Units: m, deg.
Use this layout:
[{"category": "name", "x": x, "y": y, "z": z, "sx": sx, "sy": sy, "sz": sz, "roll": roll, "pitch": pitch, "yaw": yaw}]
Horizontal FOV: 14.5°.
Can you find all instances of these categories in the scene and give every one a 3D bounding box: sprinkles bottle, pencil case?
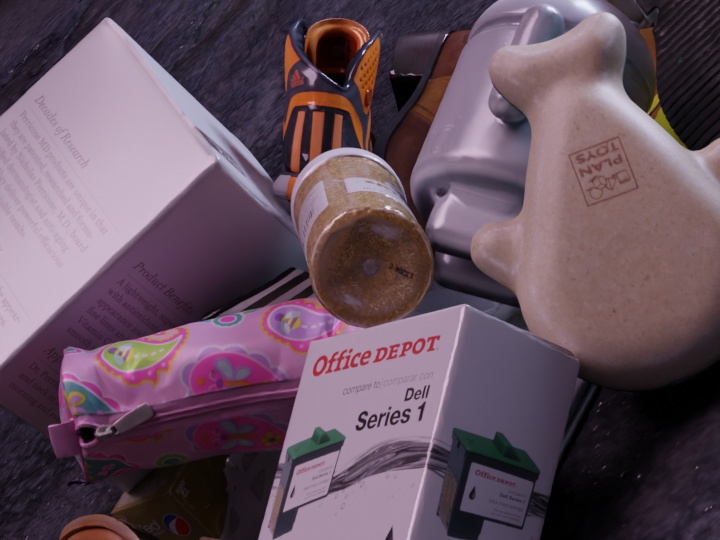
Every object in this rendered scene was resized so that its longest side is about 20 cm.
[{"category": "sprinkles bottle", "x": -0.001, "y": -0.020, "z": 1.575, "sx": 0.068, "sy": 0.068, "sz": 0.200, "roll": -42, "pitch": 11, "yaw": 5}, {"category": "pencil case", "x": -0.075, "y": 0.067, "z": 1.601, "sx": 0.200, "sy": 0.088, "sz": 0.087, "roll": -10, "pitch": 23, "yaw": 1}]

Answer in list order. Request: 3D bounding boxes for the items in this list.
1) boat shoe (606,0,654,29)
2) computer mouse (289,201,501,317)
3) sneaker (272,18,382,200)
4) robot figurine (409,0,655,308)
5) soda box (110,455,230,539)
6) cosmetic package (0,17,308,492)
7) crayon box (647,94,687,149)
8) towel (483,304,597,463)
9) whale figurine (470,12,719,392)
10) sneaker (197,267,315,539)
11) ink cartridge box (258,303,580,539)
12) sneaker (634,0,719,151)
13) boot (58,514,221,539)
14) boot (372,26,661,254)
[{"category": "boat shoe", "x": 0.167, "y": -0.173, "z": 1.809, "sx": 0.072, "sy": 0.066, "sz": 0.200, "roll": -48, "pitch": -5, "yaw": 0}, {"category": "computer mouse", "x": 0.000, "y": 0.000, "z": 1.781, "sx": 0.200, "sy": 0.044, "sz": 0.110, "roll": 11, "pitch": 54, "yaw": 34}, {"category": "sneaker", "x": -0.009, "y": -0.101, "z": 1.775, "sx": 0.200, "sy": 0.077, "sz": 0.112, "roll": -70, "pitch": -14, "yaw": -85}, {"category": "robot figurine", "x": 0.099, "y": -0.079, "z": 1.603, "sx": 0.170, "sy": 0.113, "sz": 0.200, "roll": 85, "pitch": -155, "yaw": -60}, {"category": "soda box", "x": -0.077, "y": 0.100, "z": 1.809, "sx": 0.064, "sy": 0.068, "sz": 0.200, "roll": -23, "pitch": 28, "yaw": 45}, {"category": "cosmetic package", "x": -0.151, "y": -0.008, "z": 1.743, "sx": 0.200, "sy": 0.165, "sz": 0.165, "roll": -43, "pitch": 49, "yaw": 3}, {"category": "crayon box", "x": 0.219, "y": -0.072, "z": 1.603, "sx": 0.127, "sy": 0.051, "sz": 0.200, "roll": -49, "pitch": 21, "yaw": -17}, {"category": "towel", "x": 0.054, "y": 0.091, "z": 1.601, "sx": 0.171, "sy": 0.048, "sz": 0.200, "roll": -21, "pitch": 29, "yaw": 46}, {"category": "whale figurine", "x": 0.135, "y": -0.032, "z": 1.502, "sx": 0.159, "sy": 0.200, "sz": 0.104, "roll": -22, "pitch": -14, "yaw": 4}, {"category": "sneaker", "x": -0.066, "y": 0.090, "z": 1.680, "sx": 0.201, "sy": 0.115, "sz": 0.076, "roll": -61, "pitch": -3, "yaw": 0}, {"category": "ink cartridge box", "x": 0.020, "y": 0.128, "z": 1.443, "sx": 0.146, "sy": 0.084, "sz": 0.200, "roll": -16, "pitch": 54, "yaw": 52}, {"category": "sneaker", "x": 0.207, "y": -0.130, "z": 1.577, "sx": 0.074, "sy": 0.088, "sz": 0.200, "roll": -39, "pitch": 44, "yaw": 29}, {"category": "boot", "x": -0.132, "y": 0.228, "z": 1.617, "sx": 0.200, "sy": 0.077, "sz": 0.155, "roll": 6, "pitch": 67, "yaw": 45}, {"category": "boot", "x": 0.113, "y": -0.070, "z": 1.728, "sx": 0.200, "sy": 0.069, "sz": 0.189, "roll": 1, "pitch": 50, "yaw": 14}]
